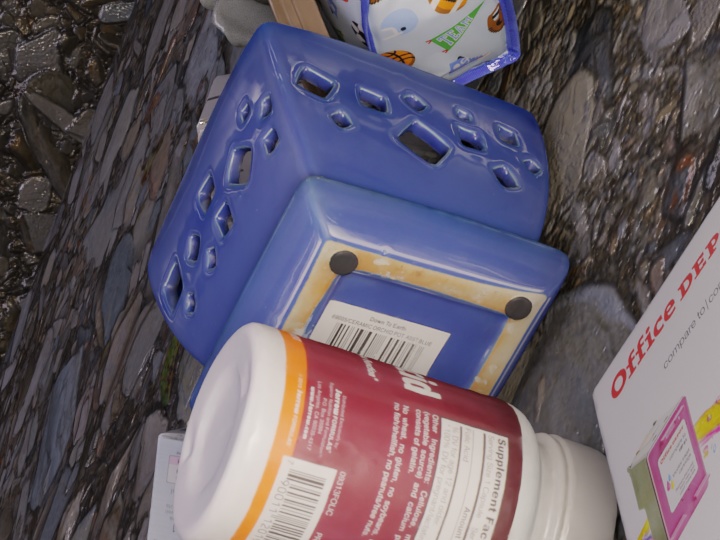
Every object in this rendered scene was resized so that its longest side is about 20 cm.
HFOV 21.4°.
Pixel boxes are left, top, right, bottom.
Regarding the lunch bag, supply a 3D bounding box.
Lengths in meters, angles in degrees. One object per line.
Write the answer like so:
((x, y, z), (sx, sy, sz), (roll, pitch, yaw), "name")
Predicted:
((0.018, -0.226, 1.205), (0.170, 0.124, 0.200), (61, 177, 30), "lunch bag")

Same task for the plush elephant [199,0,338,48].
((-0.069, -0.239, 1.660), (0.200, 0.155, 0.165), (140, 145, -61), "plush elephant")

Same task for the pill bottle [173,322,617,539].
((0.018, 0.107, 0.949), (0.114, 0.200, 0.114), (-161, 90, -73), "pill bottle")

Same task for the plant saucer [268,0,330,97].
((-0.034, -0.150, 1.262), (0.200, 0.029, 0.200), (-23, -90, -89), "plant saucer")

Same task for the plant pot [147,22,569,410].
((0.000, 0.000, 1.140), (0.200, 0.200, 0.180), (-61, 25, 29), "plant pot")

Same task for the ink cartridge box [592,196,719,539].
((0.167, 0.070, 0.721), (0.200, 0.085, 0.145), (-94, 27, -54), "ink cartridge box")

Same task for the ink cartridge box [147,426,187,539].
((-0.103, 0.208, 1.372), (0.163, 0.057, 0.200), (-2, -84, -70), "ink cartridge box")

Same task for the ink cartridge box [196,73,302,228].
((-0.063, -0.068, 1.432), (0.200, 0.083, 0.147), (-94, -7, -75), "ink cartridge box")

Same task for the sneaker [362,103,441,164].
((0.031, -0.077, 1.350), (0.200, 0.078, 0.099), (151, 126, -74), "sneaker")
